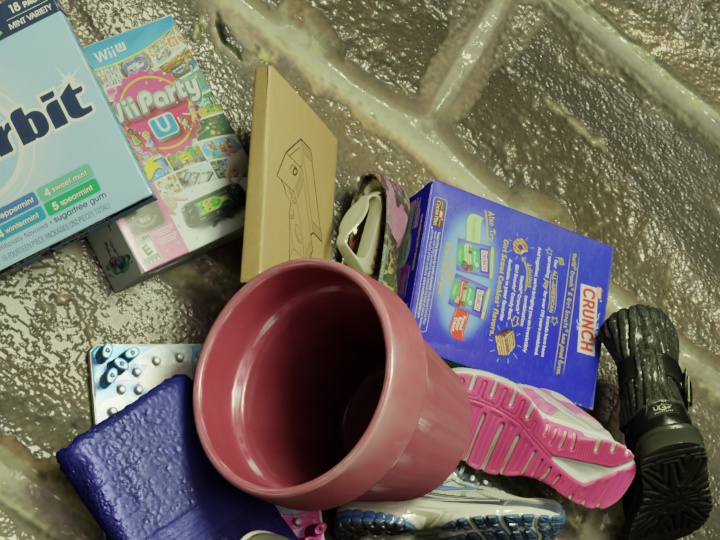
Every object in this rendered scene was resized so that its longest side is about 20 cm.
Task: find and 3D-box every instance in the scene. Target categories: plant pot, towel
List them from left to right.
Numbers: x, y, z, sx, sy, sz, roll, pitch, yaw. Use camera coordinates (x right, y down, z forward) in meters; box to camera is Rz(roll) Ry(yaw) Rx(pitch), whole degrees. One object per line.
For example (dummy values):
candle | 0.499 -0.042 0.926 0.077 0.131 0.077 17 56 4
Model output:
towel | -0.146 0.198 1.573 0.148 0.050 0.200 -32 90 -38
plant pot | -0.008 0.109 1.582 0.179 0.200 0.200 29 57 -51

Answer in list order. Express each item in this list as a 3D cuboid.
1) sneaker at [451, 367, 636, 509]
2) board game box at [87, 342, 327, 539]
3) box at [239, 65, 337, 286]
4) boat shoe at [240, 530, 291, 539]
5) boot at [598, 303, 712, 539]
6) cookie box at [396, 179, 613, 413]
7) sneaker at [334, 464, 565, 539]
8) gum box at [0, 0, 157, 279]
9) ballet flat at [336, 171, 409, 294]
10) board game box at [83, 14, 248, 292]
sneaker | 0.143 0.141 1.701 0.200 0.088 0.081 29 101 -18
board game box | -0.125 0.157 1.637 0.200 0.026 0.200 1 72 -28
box | -0.061 -0.055 1.685 0.163 0.021 0.200 47 43 -62
boat shoe | -0.037 0.277 1.563 0.067 0.057 0.200 -54 136 -21
boot | 0.270 0.145 1.778 0.079 0.211 0.158 -9 52 -5
cookie box | 0.124 0.033 1.781 0.200 0.075 0.171 20 65 -20
sneaker | 0.079 0.196 1.675 0.200 0.077 0.085 3 55 0
gum box | -0.288 -0.110 1.589 0.170 0.045 0.200 -27 86 0
ballet flat | 0.000 0.000 1.726 0.071 0.069 0.200 39 52 -43
board game box | -0.188 -0.103 1.673 0.147 0.064 0.200 -27 86 -33
